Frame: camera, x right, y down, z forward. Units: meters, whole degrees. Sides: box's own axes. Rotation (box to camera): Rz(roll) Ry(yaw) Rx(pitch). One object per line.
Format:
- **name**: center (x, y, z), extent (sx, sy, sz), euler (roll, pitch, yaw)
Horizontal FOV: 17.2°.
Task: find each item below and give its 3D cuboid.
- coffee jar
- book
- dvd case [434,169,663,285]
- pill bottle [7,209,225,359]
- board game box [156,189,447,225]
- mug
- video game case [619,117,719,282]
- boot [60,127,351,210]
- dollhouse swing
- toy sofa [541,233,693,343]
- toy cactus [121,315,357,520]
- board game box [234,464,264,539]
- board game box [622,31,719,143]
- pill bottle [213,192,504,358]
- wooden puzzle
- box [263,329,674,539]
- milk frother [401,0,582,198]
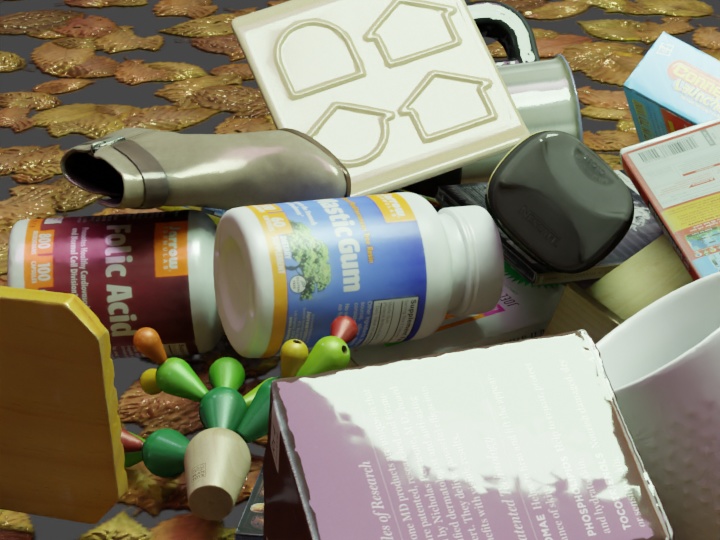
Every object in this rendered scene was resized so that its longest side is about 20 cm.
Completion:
- **coffee jar**: center (0.146, -0.050, 1.765), extent (0.085, 0.104, 0.200), euler (-47, -1, 2)
- **book**: center (0.057, 0.037, 1.862), extent (0.200, 0.048, 0.134), euler (-16, 34, -26)
- **dvd case**: center (0.182, -0.037, 1.958), extent (0.200, 0.016, 0.149), euler (-7, 33, -32)
- **pill bottle**: center (-0.168, 0.011, 1.856), extent (0.200, 0.114, 0.114), euler (-4, 25, 2)
- **board game box**: center (-0.043, -0.053, 1.977), extent (0.200, 0.057, 0.165), euler (17, 8, 36)
- **mug**: center (0.215, 0.120, 1.515), extent (0.200, 0.175, 0.148), euler (-27, 12, 32)
- **video game case**: center (0.279, -0.046, 1.645), extent (0.143, 0.017, 0.200), euler (-18, 38, -5)
- **boot**: center (-0.125, -0.070, 1.810), extent (0.146, 0.070, 0.200), euler (-10, 14, -42)
- **dollhouse swing**: center (-0.240, 0.061, 1.660), extent (0.175, 0.200, 0.182), euler (-1, 25, 7)
- **toy sofa**: center (0.224, 0.032, 1.819), extent (0.083, 0.098, 0.200), euler (38, 42, 20)
- **toy cactus**: center (-0.096, 0.102, 1.646), extent (0.200, 0.102, 0.165), euler (-16, 31, 12)
- **board game box**: center (0.000, 0.146, 1.642), extent (0.135, 0.035, 0.200), euler (1, 26, 10)
- **board game box**: center (0.309, -0.073, 1.827), extent (0.196, 0.200, 0.056), euler (32, 77, 25)
- **pill bottle**: center (0.000, 0.000, 1.767), extent (0.200, 0.112, 0.112), euler (-7, 25, -21)
- **wooden puzzle**: center (0.015, -0.145, 1.899), extent (0.185, 0.046, 0.200), euler (-19, 63, -13)
- **box**: center (0.057, 0.160, 1.404), extent (0.200, 0.166, 0.164), euler (-10, 50, -11)
- **milk frother**: center (0.093, -0.151, 2.053), extent (0.188, 0.181, 0.200), euler (-8, 2, -8)
